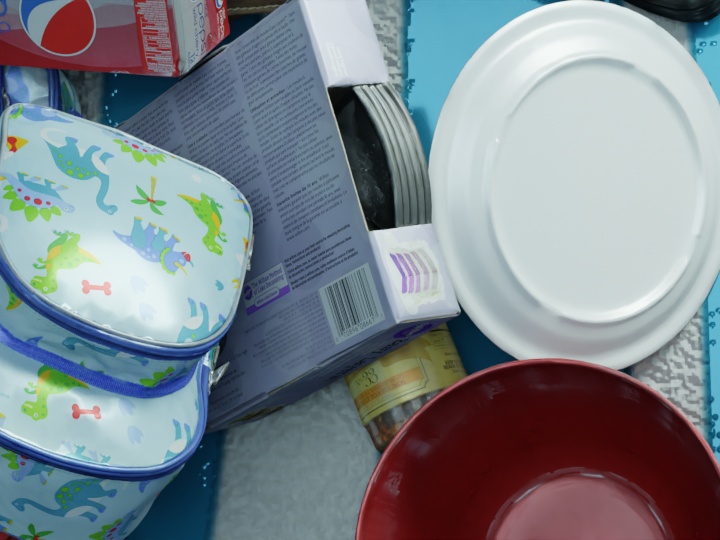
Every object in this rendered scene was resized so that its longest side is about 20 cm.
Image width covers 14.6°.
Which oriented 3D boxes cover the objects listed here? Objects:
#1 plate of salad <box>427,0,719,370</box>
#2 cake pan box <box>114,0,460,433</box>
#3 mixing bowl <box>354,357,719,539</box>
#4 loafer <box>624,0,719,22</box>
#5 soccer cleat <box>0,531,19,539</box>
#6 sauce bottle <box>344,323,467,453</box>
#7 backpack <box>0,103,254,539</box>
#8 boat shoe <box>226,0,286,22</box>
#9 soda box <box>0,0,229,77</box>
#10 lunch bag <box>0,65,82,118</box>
[{"bbox_3d":[0.116,-0.044,1.508,0.200,0.048,0.200,-2,93,-30],"label":"plate of salad"},{"bbox_3d":[-0.043,-0.030,1.504,0.200,0.052,0.184,-32,73,47],"label":"cake pan box"},{"bbox_3d":[0.105,0.151,1.475,0.200,0.108,0.200,-2,80,14],"label":"mixing bowl"},{"bbox_3d":[0.113,-0.196,1.558,0.200,0.072,0.073,15,84,11],"label":"loafer"},{"bbox_3d":[-0.170,0.100,1.503,0.085,0.069,0.200,48,47,9],"label":"soccer cleat"},{"bbox_3d":[0.000,0.000,1.546,0.066,0.066,0.200,-25,76,4],"label":"sauce bottle"},{"bbox_3d":[-0.153,0.025,1.422,0.183,0.147,0.200,22,49,-19],"label":"backpack"},{"bbox_3d":[-0.105,-0.155,1.594,0.202,0.075,0.075,4,110,5],"label":"boat shoe"},{"bbox_3d":[-0.175,-0.150,1.520,0.200,0.070,0.063,6,118,20],"label":"soda box"},{"bbox_3d":[-0.234,-0.032,1.578,0.161,0.082,0.200,1,81,6],"label":"lunch bag"}]
